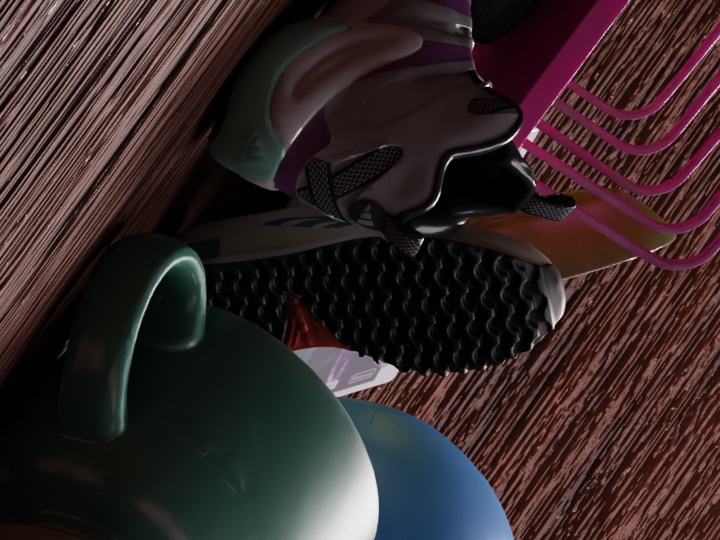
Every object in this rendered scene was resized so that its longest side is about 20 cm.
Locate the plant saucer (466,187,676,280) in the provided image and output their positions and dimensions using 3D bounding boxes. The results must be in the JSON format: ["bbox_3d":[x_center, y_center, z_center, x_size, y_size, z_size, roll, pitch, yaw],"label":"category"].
[{"bbox_3d":[0.054,-0.010,1.423,0.199,0.031,0.200,-13,-175,1],"label":"plant saucer"}]

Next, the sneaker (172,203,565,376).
[{"bbox_3d":[-0.003,-0.004,1.279,0.093,0.199,0.071,-64,144,-55],"label":"sneaker"}]

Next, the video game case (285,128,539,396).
[{"bbox_3d":[0.000,0.000,1.548,0.200,0.023,0.182,-13,138,-56],"label":"video game case"}]

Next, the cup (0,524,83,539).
[{"bbox_3d":[-0.134,0.180,1.074,0.200,0.200,0.144,123,-12,-48],"label":"cup"}]

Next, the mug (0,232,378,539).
[{"bbox_3d":[-0.093,0.093,1.180,0.152,0.185,0.114,-24,-163,42],"label":"mug"}]

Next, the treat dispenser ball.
[{"bbox_3d":[-0.017,0.165,1.491,0.201,0.201,0.201,-55,177,-4],"label":"treat dispenser ball"}]

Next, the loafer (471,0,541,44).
[{"bbox_3d":[0.078,-0.191,1.299,0.068,0.070,0.201,-92,-155,-53],"label":"loafer"}]

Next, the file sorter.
[{"bbox_3d":[0.135,-0.110,1.371,0.139,0.125,0.200,-53,-164,20],"label":"file sorter"}]

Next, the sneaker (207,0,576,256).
[{"bbox_3d":[0.036,-0.071,1.228,0.200,0.140,0.078,-53,173,-43],"label":"sneaker"}]

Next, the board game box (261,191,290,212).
[{"bbox_3d":[-0.009,-0.072,1.600,0.200,0.019,0.103,-55,-174,-15],"label":"board game box"}]
